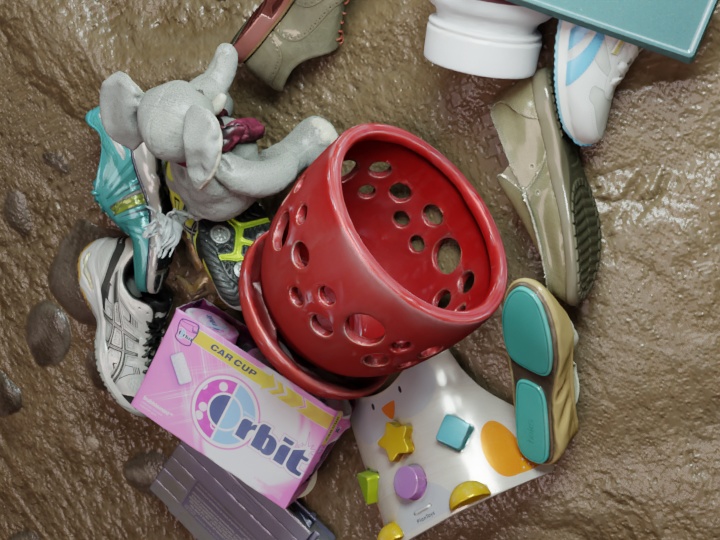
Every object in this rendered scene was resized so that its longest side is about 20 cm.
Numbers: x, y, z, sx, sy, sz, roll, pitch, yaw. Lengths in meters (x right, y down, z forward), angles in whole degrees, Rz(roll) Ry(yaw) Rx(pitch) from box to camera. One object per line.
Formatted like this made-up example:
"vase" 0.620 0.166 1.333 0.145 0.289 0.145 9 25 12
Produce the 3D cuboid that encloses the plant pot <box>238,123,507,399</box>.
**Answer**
"plant pot" 0.000 0.000 1.038 0.182 0.200 0.201 -37 87 38

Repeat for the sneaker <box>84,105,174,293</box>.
"sneaker" -0.234 -0.075 1.201 0.079 0.078 0.203 -8 94 4

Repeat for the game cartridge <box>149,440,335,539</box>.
"game cartridge" -0.133 0.267 1.296 0.200 0.038 0.130 43 125 10

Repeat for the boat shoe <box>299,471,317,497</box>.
"boat shoe" -0.119 0.156 1.235 0.200 0.071 0.063 47 164 4

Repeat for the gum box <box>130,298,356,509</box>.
"gum box" -0.111 0.131 1.152 0.199 0.066 0.114 32 105 10

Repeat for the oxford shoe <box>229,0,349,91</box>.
"oxford shoe" -0.034 -0.243 1.062 0.075 0.071 0.199 40 125 -18

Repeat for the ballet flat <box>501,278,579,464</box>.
"ballet flat" 0.163 0.080 1.034 0.068 0.063 0.202 29 138 40

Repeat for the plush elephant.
"plush elephant" -0.142 -0.128 1.053 0.164 0.200 0.156 29 154 23

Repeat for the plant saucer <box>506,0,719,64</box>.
"plant saucer" 0.175 -0.217 0.882 0.198 0.019 0.071 17 111 -7

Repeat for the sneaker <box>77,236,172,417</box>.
"sneaker" -0.238 0.061 1.257 0.087 0.076 0.202 -10 102 31

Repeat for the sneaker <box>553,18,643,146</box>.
"sneaker" 0.202 -0.194 0.934 0.080 0.077 0.202 11 115 17

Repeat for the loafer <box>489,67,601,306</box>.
"loafer" 0.157 -0.069 1.004 0.067 0.076 0.203 -8 93 31

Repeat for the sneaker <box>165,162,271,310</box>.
"sneaker" -0.138 -0.045 1.152 0.077 0.075 0.202 115 139 -54

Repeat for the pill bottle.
"pill bottle" 0.112 -0.263 0.935 0.113 0.114 0.202 18 114 22

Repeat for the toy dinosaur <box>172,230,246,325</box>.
"toy dinosaur" -0.128 0.026 1.197 0.199 0.058 0.102 34 118 15

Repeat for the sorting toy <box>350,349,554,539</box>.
"sorting toy" 0.053 0.159 1.136 0.199 0.106 0.182 -37 68 32
